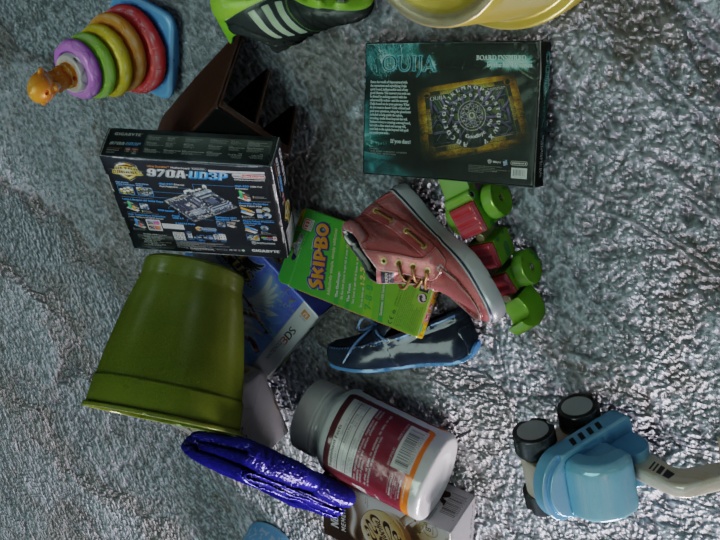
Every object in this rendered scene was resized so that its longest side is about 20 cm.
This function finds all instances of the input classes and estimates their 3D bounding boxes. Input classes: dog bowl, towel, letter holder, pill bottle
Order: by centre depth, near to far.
[{"bbox_3d":[-0.168,-0.166,1.099,0.100,0.144,0.199,30,138,-27],"label":"letter holder"},{"bbox_3d":[-0.118,0.262,1.166,0.146,0.050,0.199,-3,151,44],"label":"towel"},{"bbox_3d":[0.014,0.223,1.176,0.197,0.114,0.116,22,128,24],"label":"pill bottle"},{"bbox_3d":[-0.159,0.507,1.524,0.110,0.049,0.203,25,128,22],"label":"dog bowl"}]

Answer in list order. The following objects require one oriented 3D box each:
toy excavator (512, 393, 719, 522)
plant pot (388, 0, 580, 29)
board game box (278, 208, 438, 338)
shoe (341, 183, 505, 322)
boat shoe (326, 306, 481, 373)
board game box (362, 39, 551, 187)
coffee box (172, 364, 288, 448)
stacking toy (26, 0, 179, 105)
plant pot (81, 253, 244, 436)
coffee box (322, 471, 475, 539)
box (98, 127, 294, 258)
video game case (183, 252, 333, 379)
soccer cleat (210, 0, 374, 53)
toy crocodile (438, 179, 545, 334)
[{"bbox_3d":[0.286,0.210,0.964,0.199,0.192,0.102,29,137,57],"label":"toy excavator"},{"bbox_3d":[0.101,-0.287,0.749,0.198,0.188,0.204,19,127,27],"label":"plant pot"},{"bbox_3d":[0.000,0.000,1.076,0.197,0.030,0.097,20,88,24],"label":"board game box"},{"bbox_3d":[0.062,-0.002,0.972,0.201,0.090,0.072,51,166,32],"label":"shoe"},{"bbox_3d":[0.048,0.075,1.099,0.196,0.084,0.070,-10,104,22],"label":"boat shoe"},{"bbox_3d":[0.091,-0.159,0.919,0.197,0.028,0.139,9,103,33],"label":"board game box"},{"bbox_3d":[-0.207,0.184,1.309,0.198,0.079,0.116,14,133,43],"label":"coffee box"},{"bbox_3d":[-0.314,-0.240,1.080,0.108,0.200,0.118,27,131,20],"label":"stacking toy"},{"bbox_3d":[-0.222,0.089,1.135,0.197,0.199,0.197,2,75,35],"label":"plant pot"},{"bbox_3d":[0.049,0.329,1.237,0.197,0.080,0.115,17,126,28],"label":"coffee box"},{"bbox_3d":[-0.180,-0.085,1.048,0.195,0.047,0.160,4,142,7],"label":"box"},{"bbox_3d":[-0.150,0.027,1.228,0.200,0.045,0.182,46,133,5],"label":"video game case"},{"bbox_3d":[-0.069,-0.273,0.976,0.196,0.068,0.082,10,142,27],"label":"soccer cleat"},{"bbox_3d":[0.135,-0.028,0.969,0.067,0.062,0.203,-17,105,41],"label":"toy crocodile"}]
